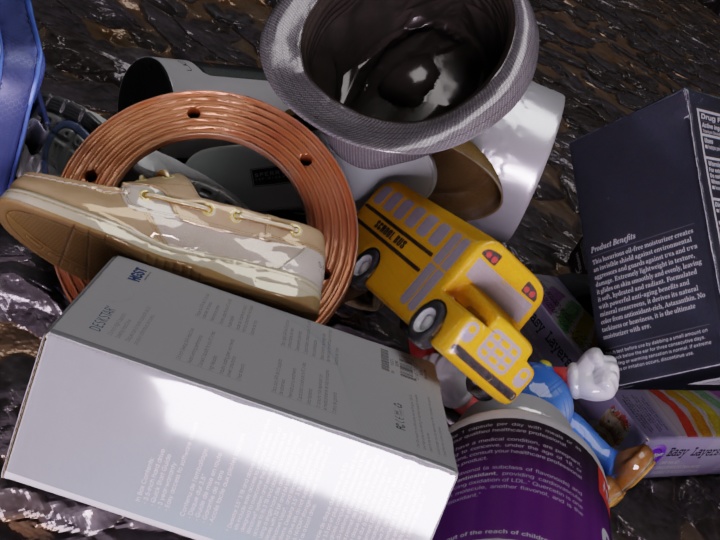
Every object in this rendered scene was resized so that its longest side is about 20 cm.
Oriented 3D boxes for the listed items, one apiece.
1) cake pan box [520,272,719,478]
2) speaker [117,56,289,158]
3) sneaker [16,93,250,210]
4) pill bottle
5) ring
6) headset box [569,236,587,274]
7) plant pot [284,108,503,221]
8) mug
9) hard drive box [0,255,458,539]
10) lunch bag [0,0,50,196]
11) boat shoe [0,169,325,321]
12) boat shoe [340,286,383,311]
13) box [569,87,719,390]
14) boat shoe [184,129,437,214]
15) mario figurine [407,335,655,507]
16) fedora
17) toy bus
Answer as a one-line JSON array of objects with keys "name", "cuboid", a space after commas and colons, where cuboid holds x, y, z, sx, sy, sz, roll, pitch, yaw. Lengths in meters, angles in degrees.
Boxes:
[{"name": "cake pan box", "cuboid": [0.226, 0.083, 0.905, 0.183, 0.052, 0.200, 9, 35, -37]}, {"name": "speaker", "cuboid": [-0.103, -0.133, 0.923, 0.199, 0.081, 0.081, -4, 42, -45]}, {"name": "sneaker", "cuboid": [-0.163, -0.060, 0.780, 0.199, 0.075, 0.087, 31, 9, 2]}, {"name": "pill bottle", "cuboid": [0.080, 0.152, 0.590, 0.112, 0.113, 0.200, 27, 29, -4]}, {"name": "ring", "cuboid": [-0.100, -0.027, 0.710, 0.199, 0.019, 0.202, 4, 66, -8]}, {"name": "headset box", "cuboid": [0.314, -0.044, 1.032, 0.148, 0.201, 0.077, 23, 28, -10]}, {"name": "plant pot", "cuboid": [0.022, -0.091, 0.885, 0.199, 0.028, 0.200, 16, -15, 4]}, {"name": "mug", "cuboid": [0.084, -0.134, 1.034, 0.174, 0.148, 0.200, 22, 22, 1]}, {"name": "hard drive box", "cuboid": [-0.060, 0.074, 0.567, 0.199, 0.077, 0.156, 20, 13, -5]}, {"name": "lunch bag", "cuboid": [-0.269, -0.126, 0.695, 0.132, 0.136, 0.200, 6, 37, -31]}, {"name": "boat shoe", "cuboid": [-0.115, -0.023, 0.661, 0.199, 0.074, 0.070, 19, 62, -10]}, {"name": "boat shoe", "cuboid": [0.000, 0.000, 0.828, 0.199, 0.071, 0.065, -15, 89, -47]}, {"name": "box", "cuboid": [0.279, -0.013, 0.843, 0.199, 0.123, 0.200, 6, 73, -37]}, {"name": "boat shoe", "cuboid": [-0.036, -0.076, 0.830, 0.199, 0.071, 0.064, 1, 10, 17]}, {"name": "mario figurine", "cuboid": [0.114, 0.075, 0.750, 0.200, 0.106, 0.123, 45, 5, 16]}, {"name": "fedora", "cuboid": [0.028, -0.137, 0.750, 0.176, 0.090, 0.200, 28, 63, 13]}, {"name": "toy bus", "cuboid": [0.051, 0.008, 0.694, 0.065, 0.078, 0.200, 41, 0, -27]}]
